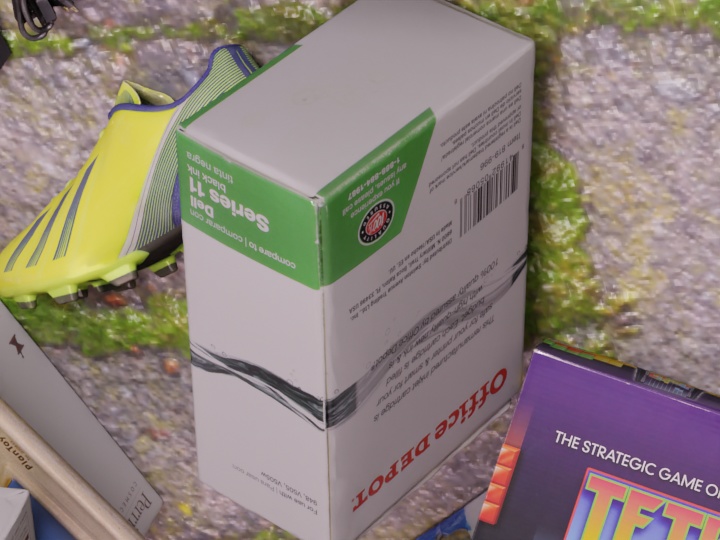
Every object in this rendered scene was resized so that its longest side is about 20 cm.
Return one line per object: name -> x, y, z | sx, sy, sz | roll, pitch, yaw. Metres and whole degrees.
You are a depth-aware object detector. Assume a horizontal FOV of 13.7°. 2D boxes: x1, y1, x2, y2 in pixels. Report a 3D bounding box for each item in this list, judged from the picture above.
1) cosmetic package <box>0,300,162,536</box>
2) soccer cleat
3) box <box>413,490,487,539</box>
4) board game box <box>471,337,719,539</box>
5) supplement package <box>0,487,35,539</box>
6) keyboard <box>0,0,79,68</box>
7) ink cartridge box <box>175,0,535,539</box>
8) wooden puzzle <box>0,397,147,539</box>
cosmetic package -> -0.195, 0.084, 1.472 | 0.071, 0.101, 0.200 | -21, 118, 34
soccer cleat -> -0.102, -0.041, 1.370 | 0.200, 0.065, 0.084 | -27, 84, 41
box -> 0.073, 0.216, 1.443 | 0.122, 0.048, 0.200 | -38, 78, 40
board game box -> 0.148, 0.140, 1.348 | 0.200, 0.057, 0.165 | 18, 98, 8
supplement package -> -0.260, 0.176, 1.341 | 0.200, 0.156, 0.111 | 6, 124, 13
keyboard -> -0.199, -0.145, 1.295 | 0.127, 0.021, 0.200 | 5, 151, 20
ink cartridge box -> 0.000, 0.000, 1.281 | 0.083, 0.147, 0.200 | 27, 136, 30
wooden puzzle -> -0.215, 0.124, 1.415 | 0.200, 0.046, 0.185 | -31, 111, 37
